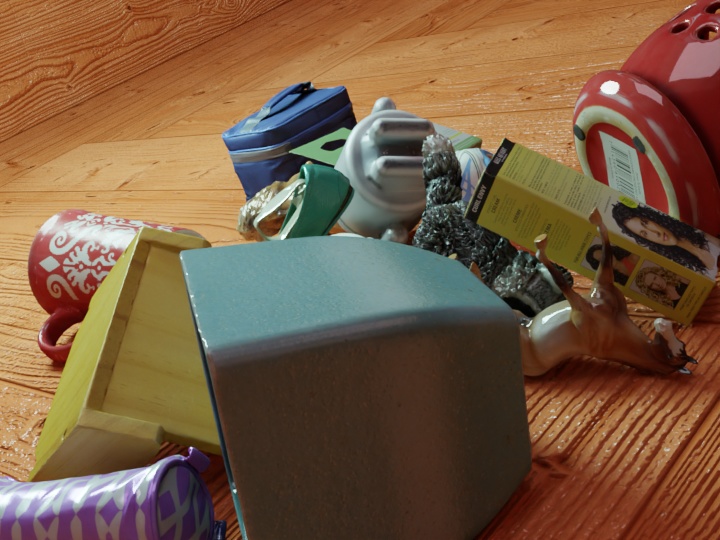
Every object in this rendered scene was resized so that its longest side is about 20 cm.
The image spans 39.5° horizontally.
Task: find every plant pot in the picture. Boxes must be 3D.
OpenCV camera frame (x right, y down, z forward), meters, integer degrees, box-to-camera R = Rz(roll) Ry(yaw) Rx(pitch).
[{"bbox_3d":[0.303,-0.123,0.879,0.181,0.202,0.200,-32,25,-13],"label":"plant pot"},{"bbox_3d":[0.001,0.084,0.668,0.197,0.199,0.196,-13,21,-11],"label":"plant pot"}]

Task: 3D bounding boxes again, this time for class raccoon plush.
[{"bbox_3d":[0.117,-0.035,0.862,0.132,0.204,0.096,-8,-8,22],"label":"raccoon plush"}]

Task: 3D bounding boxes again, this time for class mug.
[{"bbox_3d":[-0.271,0.023,1.148,0.198,0.181,0.133,5,-5,37],"label":"mug"}]

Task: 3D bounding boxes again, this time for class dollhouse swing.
[{"bbox_3d":[-0.154,0.098,0.865,0.182,0.174,0.202,-44,29,43],"label":"dollhouse swing"}]

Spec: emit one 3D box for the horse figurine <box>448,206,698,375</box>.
[{"bbox_3d":[0.140,0.035,0.768,0.198,0.134,0.050,-20,21,36],"label":"horse figurine"}]

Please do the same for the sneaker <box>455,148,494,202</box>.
[{"bbox_3d":[0.128,-0.081,1.088,0.071,0.073,0.201,-5,29,11],"label":"sneaker"}]

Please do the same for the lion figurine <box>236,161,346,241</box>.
[{"bbox_3d":[-0.053,-0.075,1.219,0.198,0.073,0.122,3,34,38],"label":"lion figurine"}]

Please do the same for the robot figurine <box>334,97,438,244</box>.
[{"bbox_3d":[0.027,-0.097,1.079,0.111,0.173,0.200,3,-15,-11],"label":"robot figurine"}]

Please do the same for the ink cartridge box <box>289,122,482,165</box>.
[{"bbox_3d":[0.033,-0.155,1.238,0.198,0.049,0.145,22,28,22],"label":"ink cartridge box"}]

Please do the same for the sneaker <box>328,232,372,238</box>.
[{"bbox_3d":[0.000,0.000,0.998,0.083,0.074,0.200,-19,24,-12],"label":"sneaker"}]

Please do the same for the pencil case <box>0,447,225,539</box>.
[{"bbox_3d":[-0.200,0.178,0.715,0.197,0.084,0.087,-10,58,19],"label":"pencil case"}]

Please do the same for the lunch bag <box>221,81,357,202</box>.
[{"bbox_3d":[-0.088,-0.189,1.424,0.134,0.134,0.200,3,31,42],"label":"lunch bag"}]

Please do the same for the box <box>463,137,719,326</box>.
[{"bbox_3d":[0.188,-0.034,0.811,0.198,0.051,0.075,26,35,7],"label":"box"}]

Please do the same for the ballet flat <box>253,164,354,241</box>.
[{"bbox_3d":[-0.082,-0.016,0.972,0.202,0.070,0.067,-60,16,5],"label":"ballet flat"}]
